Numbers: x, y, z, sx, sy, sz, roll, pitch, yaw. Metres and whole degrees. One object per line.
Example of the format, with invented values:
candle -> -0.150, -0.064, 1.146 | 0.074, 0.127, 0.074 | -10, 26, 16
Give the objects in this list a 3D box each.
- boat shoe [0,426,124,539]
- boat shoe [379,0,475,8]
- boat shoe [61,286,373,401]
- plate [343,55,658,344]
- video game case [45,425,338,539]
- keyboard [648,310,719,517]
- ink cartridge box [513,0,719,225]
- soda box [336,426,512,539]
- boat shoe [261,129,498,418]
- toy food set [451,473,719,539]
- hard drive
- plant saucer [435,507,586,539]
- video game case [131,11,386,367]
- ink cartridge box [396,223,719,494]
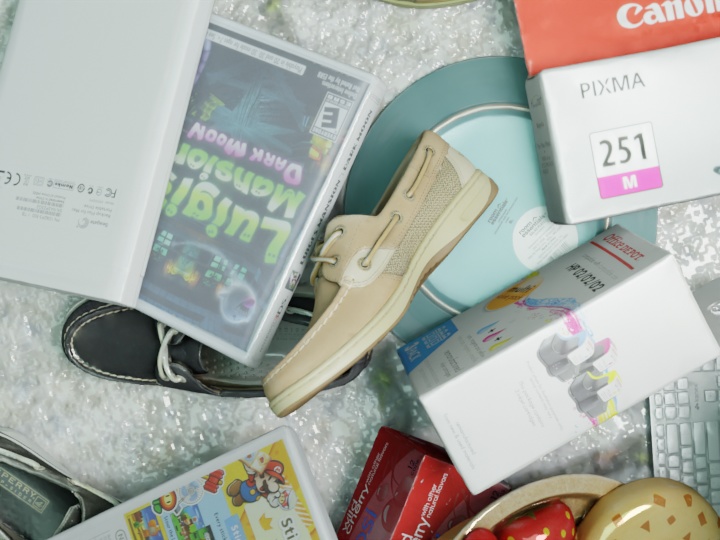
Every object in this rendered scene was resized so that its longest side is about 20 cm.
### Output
boat shoe -> -0.173, 0.167, 0.882 | 0.199, 0.064, 0.071 | 30, 91, 3
boat shoe -> 0.010, -0.206, 0.876 | 0.198, 0.063, 0.074 | 8, 90, 3
boat shoe -> -0.091, 0.046, 0.876 | 0.198, 0.060, 0.075 | 4, 106, 3
plate -> 0.087, -0.035, 0.890 | 0.198, 0.026, 0.203 | 0, 89, 3
video game case -> -0.084, 0.215, 0.799 | 0.181, 0.023, 0.201 | -26, 68, 7
keyboard -> 0.210, 0.127, 0.888 | 0.056, 0.011, 0.202 | -3, 90, 3
ink cartridge box -> 0.197, -0.131, 0.857 | 0.198, 0.044, 0.176 | -11, 93, -6
soda box -> 0.013, 0.203, 0.862 | 0.070, 0.063, 0.202 | 23, 90, -27
boat shoe -> 0.000, 0.000, 0.819 | 0.064, 0.071, 0.200 | 43, 59, -4
toy food set -> 0.116, 0.213, 0.809 | 0.198, 0.049, 0.200 | 2, 99, -26
hard drive -> -0.170, -0.087, 0.868 | 0.131, 0.026, 0.202 | 10, 82, 24
plant saucer -> 0.086, 0.231, 0.846 | 0.198, 0.037, 0.202 | -5, 101, -24
video game case -> -0.105, -0.064, 0.862 | 0.199, 0.023, 0.183 | 24, 88, 25
ink cartridge box -> 0.126, 0.037, 0.819 | 0.199, 0.115, 0.068 | -29, 102, 0
